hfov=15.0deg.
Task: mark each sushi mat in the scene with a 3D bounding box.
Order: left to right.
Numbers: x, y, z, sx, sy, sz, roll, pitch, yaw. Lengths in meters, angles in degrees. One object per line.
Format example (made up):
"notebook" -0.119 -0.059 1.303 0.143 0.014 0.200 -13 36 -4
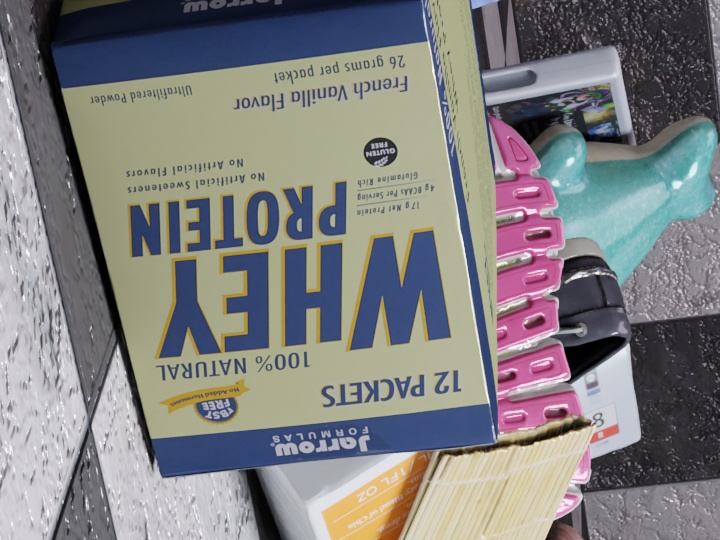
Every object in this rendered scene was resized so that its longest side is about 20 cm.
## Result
"sushi mat" 0.039 0.153 1.268 0.012 0.095 0.201 46 -52 36

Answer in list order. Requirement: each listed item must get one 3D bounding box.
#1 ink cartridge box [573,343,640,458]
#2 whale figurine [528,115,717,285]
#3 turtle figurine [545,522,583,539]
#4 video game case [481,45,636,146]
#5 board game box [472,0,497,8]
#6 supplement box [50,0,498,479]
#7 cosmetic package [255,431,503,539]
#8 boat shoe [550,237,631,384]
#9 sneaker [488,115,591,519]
"ink cartridge box" 0.086 0.048 1.694 0.050 0.161 0.201 -120 -167 -49
"whale figurine" 0.128 -0.018 1.599 0.160 0.199 0.104 85 -19 -51
"turtle figurine" 0.072 0.211 1.534 0.201 0.064 0.161 -56 177 25
"video game case" 0.070 -0.079 1.619 0.200 0.180 0.024 57 24 -74
"board game box" 0.019 -0.256 1.583 0.200 0.043 0.200 -128 -160 -76
"supplement box" -0.024 -0.062 1.064 0.200 0.133 0.201 -86 168 -55
"cosmetic package" 0.017 0.116 1.287 0.071 0.101 0.201 52 -13 36
"boat shoe" 0.061 0.067 1.438 0.072 0.200 0.063 15 39 -53
"sneaker" 0.059 0.024 1.355 0.087 0.073 0.202 4 -73 66
